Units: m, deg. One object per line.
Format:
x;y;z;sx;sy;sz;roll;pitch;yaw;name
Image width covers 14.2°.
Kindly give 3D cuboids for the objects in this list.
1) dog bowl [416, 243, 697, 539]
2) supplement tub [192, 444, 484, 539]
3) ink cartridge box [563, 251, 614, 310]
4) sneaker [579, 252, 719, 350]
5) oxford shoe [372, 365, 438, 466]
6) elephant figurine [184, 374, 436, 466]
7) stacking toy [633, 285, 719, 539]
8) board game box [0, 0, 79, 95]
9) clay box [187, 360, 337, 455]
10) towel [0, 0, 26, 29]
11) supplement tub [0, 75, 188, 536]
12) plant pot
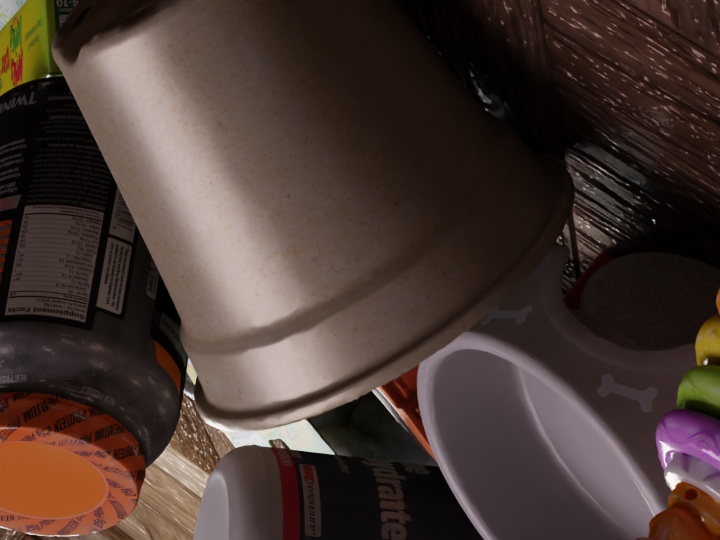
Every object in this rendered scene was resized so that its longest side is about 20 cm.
0.103;0.086;1.287;0.200;0.059;0.200;41;152;28;dog bowl
0.018;0.167;1.471;0.199;0.141;0.140;7;171;-13;supplement tub
0.134;0.064;1.426;0.116;0.067;0.200;39;166;4;ink cartridge box
0.183;0.068;1.302;0.200;0.075;0.085;34;154;21;sneaker
0.014;0.029;1.438;0.200;0.071;0.073;56;172;12;oxford shoe
-0.018;0.061;1.697;0.200;0.155;0.142;60;141;33;elephant figurine
0.156;0.062;1.116;0.116;0.200;0.110;28;161;33;stacking toy
-0.131;-0.109;1.499;0.101;0.048;0.200;-3;175;-17;board game box
-0.071;0.011;1.531;0.200;0.048;0.115;59;155;-9;clay box
-0.227;-0.195;1.590;0.171;0.048;0.200;46;164;-20;towel
-0.139;0.017;1.376;0.122;0.201;0.123;5;145;3;supplement tub
-0.036;-0.062;1.289;0.184;0.200;0.200;57;160;-18;plant pot
